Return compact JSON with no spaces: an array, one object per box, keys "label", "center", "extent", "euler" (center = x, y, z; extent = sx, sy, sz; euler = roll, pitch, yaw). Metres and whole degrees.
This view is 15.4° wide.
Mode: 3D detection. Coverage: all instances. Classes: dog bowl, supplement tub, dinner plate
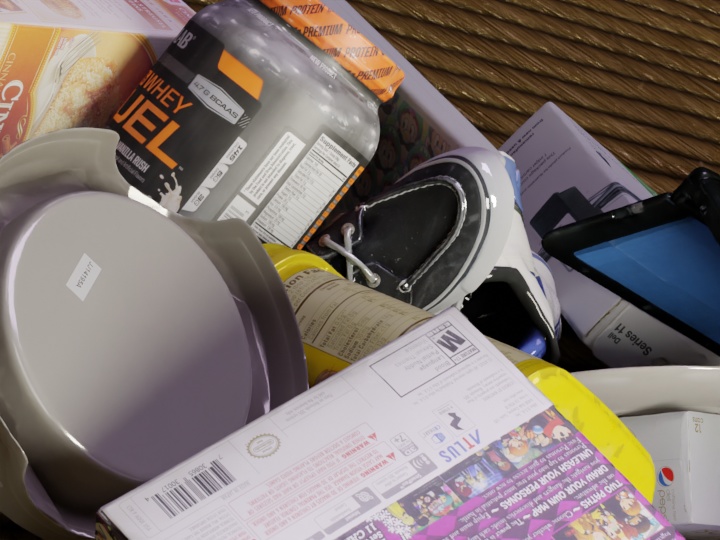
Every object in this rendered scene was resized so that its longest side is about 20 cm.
[{"label":"dog bowl","center":[-0.116,0.037,1.210],"extent":[0.200,0.059,0.201],"euler":[25,52,-36]},{"label":"supplement tub","center":[-0.074,-0.055,1.403],"extent":[0.122,0.200,0.123],"euler":[38,0,0]},{"label":"dinner plate","center":[0.171,0.080,1.524],"extent":[0.200,0.024,0.200],"euler":[0,-10,0]}]

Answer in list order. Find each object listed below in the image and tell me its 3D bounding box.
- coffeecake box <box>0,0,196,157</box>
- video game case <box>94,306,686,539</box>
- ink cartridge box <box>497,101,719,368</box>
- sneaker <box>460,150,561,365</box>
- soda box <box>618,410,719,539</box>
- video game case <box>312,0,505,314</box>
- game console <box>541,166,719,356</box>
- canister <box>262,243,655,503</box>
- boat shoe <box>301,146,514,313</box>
[{"label":"coffeecake box","center":[-0.187,-0.082,1.422],"extent":[0.073,0.154,0.200],"euler":[42,26,30]},{"label":"video game case","center":[0.021,0.123,1.110],"extent":[0.200,0.036,0.181],"euler":[-30,60,-30]},{"label":"ink cartridge box","center":[0.173,0.001,1.711],"extent":[0.147,0.083,0.200],"euler":[37,13,-37]},{"label":"sneaker","center":[0.073,0.028,1.537],"extent":[0.080,0.200,0.115],"euler":[-11,60,7]},{"label":"soda box","center":[0.218,0.122,1.516],"extent":[0.068,0.064,0.200],"euler":[-10,-13,41]},{"label":"video game case","center":[-0.001,-0.039,1.512],"extent":[0.024,0.182,0.200],"euler":[-7,38,-33]},{"label":"game console","center":[0.228,0.036,1.511],"extent":[0.200,0.116,0.176],"euler":[28,25,-36]},{"label":"canister","center":[0.032,0.071,1.303],"extent":[0.200,0.087,0.149],"euler":[22,-15,43]},{"label":"boat shoe","center":[0.000,0.000,1.421],"extent":[0.068,0.200,0.072],"euler":[-8,70,-47]}]
